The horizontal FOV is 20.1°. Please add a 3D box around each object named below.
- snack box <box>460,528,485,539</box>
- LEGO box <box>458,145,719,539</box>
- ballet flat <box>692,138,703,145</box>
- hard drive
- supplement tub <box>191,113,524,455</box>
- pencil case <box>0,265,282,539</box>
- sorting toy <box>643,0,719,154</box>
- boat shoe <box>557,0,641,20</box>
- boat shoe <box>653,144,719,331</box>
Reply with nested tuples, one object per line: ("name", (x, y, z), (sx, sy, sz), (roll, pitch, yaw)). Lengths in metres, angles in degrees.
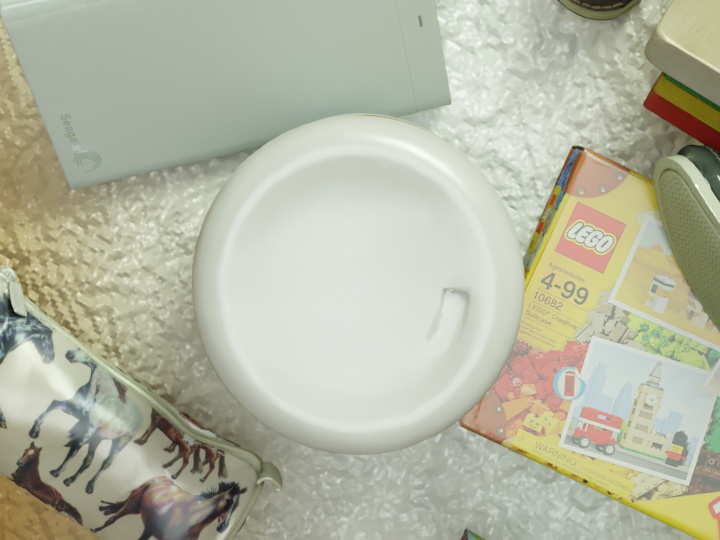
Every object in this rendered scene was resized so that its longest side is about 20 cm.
("snack box", (0.109, 0.210, 0.963), (0.168, 0.200, 0.068), (30, 94, -1))
("LEGO box", (0.166, 0.047, 1.011), (0.199, 0.077, 0.150), (25, 95, -2))
("ballet flat", (0.254, -0.033, 1.017), (0.199, 0.069, 0.070), (32, 94, 0))
("hard drive", (-0.061, -0.109, 0.984), (0.198, 0.132, 0.026), (-13, 51, 1))
("supplement tub", (0.000, 0.000, 0.946), (0.143, 0.200, 0.146), (0, 95, 1))
("pencil case", (-0.138, 0.076, 1.015), (0.199, 0.078, 0.090), (35, 114, -2))
("sorting toy", (0.247, -0.101, 0.962), (0.198, 0.070, 0.200), (31, 54, 3))
("boat shoe", (0.152, -0.218, 0.990), (0.074, 0.073, 0.201), (19, 95, -1))
("boat shoe", (0.209, 0.019, 0.941), (0.068, 0.072, 0.200), (-39, 93, -15))
